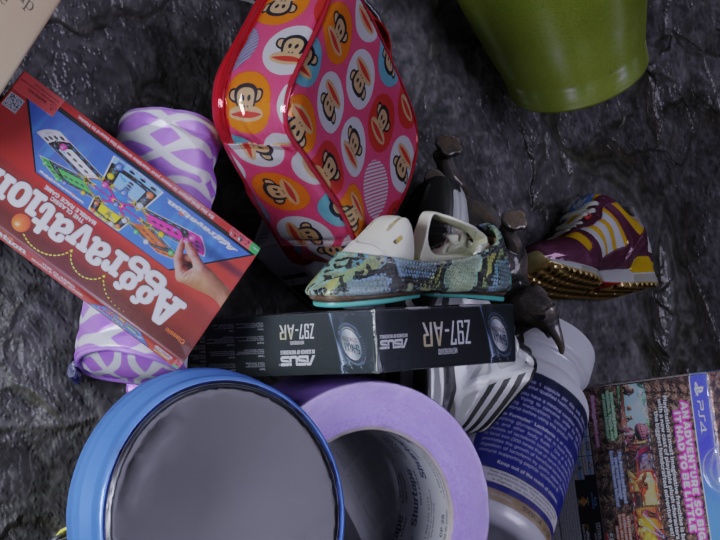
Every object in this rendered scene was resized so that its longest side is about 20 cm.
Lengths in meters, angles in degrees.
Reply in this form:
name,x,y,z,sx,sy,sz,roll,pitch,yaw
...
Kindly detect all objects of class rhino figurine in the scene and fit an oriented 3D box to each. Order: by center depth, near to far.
name,x,y,z,sx,sy,sz,roll,pitch,yaw
rhino figurine,0.108,-0.010,1.669,0.059,0.088,0.201,-29,68,-23

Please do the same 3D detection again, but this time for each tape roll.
name,x,y,z,sx,sy,sz,roll,pitch,yaw
tape roll,-0.012,0.176,1.482,0.198,0.085,0.202,-1,92,-25

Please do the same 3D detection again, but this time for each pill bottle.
name,x,y,z,sx,sy,sz,roll,pitch,yaw
pill bottle,0.122,0.140,1.679,0.116,0.115,0.201,46,51,-33

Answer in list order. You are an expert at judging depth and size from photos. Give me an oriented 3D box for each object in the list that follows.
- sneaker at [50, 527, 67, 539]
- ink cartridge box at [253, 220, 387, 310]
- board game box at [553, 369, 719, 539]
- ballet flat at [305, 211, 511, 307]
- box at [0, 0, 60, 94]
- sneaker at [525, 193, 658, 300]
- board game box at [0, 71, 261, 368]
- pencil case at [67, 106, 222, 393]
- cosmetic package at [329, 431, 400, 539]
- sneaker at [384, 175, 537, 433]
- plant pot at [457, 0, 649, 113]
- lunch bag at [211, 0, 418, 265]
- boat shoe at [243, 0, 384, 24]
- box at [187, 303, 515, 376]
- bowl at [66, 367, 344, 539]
name,x,y,z,sx,sy,sz,roll,pitch,yaw
sneaker,-0.162,0.190,1.369,0.085,0.074,0.201,53,47,-27
ink cartridge box,0.000,0.000,1.626,0.200,0.039,0.100,44,52,-33
board game box,0.250,0.172,1.756,0.096,0.199,0.161,-4,85,-49
ballet flat,0.035,-0.009,1.488,0.199,0.074,0.075,-2,84,-49
box,-0.260,-0.174,1.327,0.095,0.077,0.201,48,50,-31
sneaker,0.194,-0.025,1.840,0.199,0.074,0.091,7,68,-55
board game box,-0.173,-0.034,1.365,0.199,0.019,0.103,36,64,-6
pencil case,-0.144,-0.013,1.428,0.086,0.083,0.202,58,38,-64
cosmetic package,0.012,0.200,1.587,0.083,0.050,0.201,-42,113,-44
sneaker,0.082,0.031,1.616,0.115,0.075,0.203,7,86,-36
plant pot,0.167,-0.248,1.775,0.201,0.199,0.194,-49,130,-43
lunch bag,-0.023,-0.119,1.503,0.177,0.081,0.201,-66,147,-32
boat shoe,-0.057,-0.227,1.589,0.200,0.060,0.074,43,53,-35
box,-0.013,0.050,1.474,0.159,0.199,0.044,-2,88,-50
bowl,-0.097,0.165,1.353,0.199,0.039,0.203,4,83,-33
